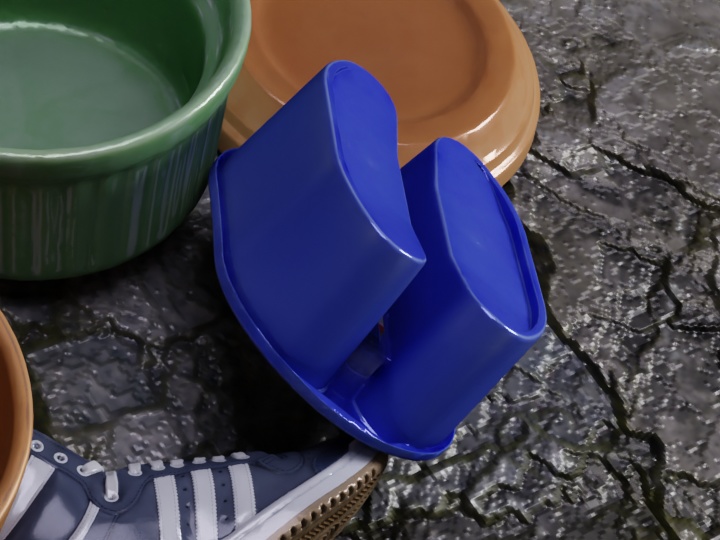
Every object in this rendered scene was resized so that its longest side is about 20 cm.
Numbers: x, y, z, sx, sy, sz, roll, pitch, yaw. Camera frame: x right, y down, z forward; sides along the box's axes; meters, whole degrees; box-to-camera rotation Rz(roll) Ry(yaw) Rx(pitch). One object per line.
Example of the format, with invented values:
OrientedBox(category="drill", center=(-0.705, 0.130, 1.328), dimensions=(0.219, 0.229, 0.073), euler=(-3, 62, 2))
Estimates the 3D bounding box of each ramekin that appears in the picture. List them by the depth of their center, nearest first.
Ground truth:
OrientedBox(category="ramekin", center=(-0.153, -0.090, 1.173), dimensions=(0.199, 0.098, 0.201), euler=(4, 48, -5))

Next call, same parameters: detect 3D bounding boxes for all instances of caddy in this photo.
OrientedBox(category="caddy", center=(0.000, 0.000, 1.145), dimensions=(0.141, 0.105, 0.200), euler=(37, 23, -25))

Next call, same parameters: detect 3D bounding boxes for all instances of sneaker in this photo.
OrientedBox(category="sneaker", center=(-0.086, 0.100, 1.078), dimensions=(0.200, 0.070, 0.109), euler=(-33, 70, -33))

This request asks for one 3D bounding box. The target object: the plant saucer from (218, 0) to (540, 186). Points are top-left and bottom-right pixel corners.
OrientedBox(category="plant saucer", center=(0.001, -0.113, 1.303), dimensions=(0.199, 0.038, 0.201), euler=(10, 50, -12))

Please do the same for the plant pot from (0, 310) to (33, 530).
OrientedBox(category="plant pot", center=(-0.238, 0.086, 0.989), dimensions=(0.199, 0.140, 0.201), euler=(10, 50, -12))
